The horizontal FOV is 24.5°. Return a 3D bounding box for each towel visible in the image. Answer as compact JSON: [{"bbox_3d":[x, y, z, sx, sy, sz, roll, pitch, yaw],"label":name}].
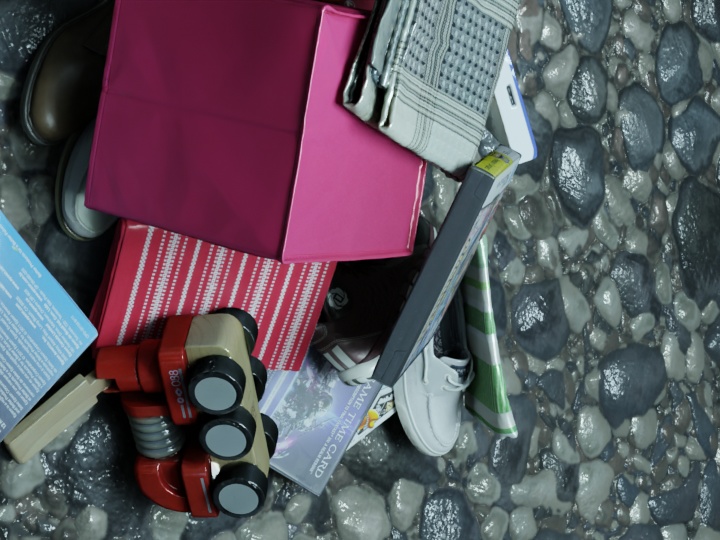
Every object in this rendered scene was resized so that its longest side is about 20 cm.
[{"bbox_3d":[0.117,0.056,1.626,0.023,0.153,0.200,-9,98,-8],"label":"towel"},{"bbox_3d":[-0.127,0.022,1.425,0.200,0.023,0.145,6,123,-23],"label":"towel"},{"bbox_3d":[0.067,-0.183,1.304,0.200,0.034,0.193,25,82,-58],"label":"towel"}]

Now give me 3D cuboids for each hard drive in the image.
[{"bbox_3d":[0.121,-0.194,1.619,0.025,0.200,0.132,-20,112,-2],"label":"hard drive"}]

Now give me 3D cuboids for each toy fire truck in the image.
[{"bbox_3d":[-0.184,0.135,1.414,0.129,0.200,0.176,-81,165,-55],"label":"toy fire truck"}]

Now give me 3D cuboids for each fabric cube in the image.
[{"bbox_3d":[-0.072,-0.124,1.329,0.196,0.199,0.200,-2,104,-57],"label":"fabric cube"}]

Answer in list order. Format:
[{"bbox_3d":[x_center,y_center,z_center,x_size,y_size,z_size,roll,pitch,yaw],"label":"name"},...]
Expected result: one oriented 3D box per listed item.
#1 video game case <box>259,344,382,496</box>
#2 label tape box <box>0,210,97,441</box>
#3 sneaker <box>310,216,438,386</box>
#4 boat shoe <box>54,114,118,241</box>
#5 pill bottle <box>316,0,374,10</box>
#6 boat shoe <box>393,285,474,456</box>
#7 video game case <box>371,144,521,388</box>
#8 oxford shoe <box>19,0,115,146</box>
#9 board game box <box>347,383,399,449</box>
[{"bbox_3d":[-0.076,0.104,1.533,0.200,0.019,0.143,36,80,-33],"label":"video game case"},{"bbox_3d":[-0.323,0.067,1.305,0.200,0.066,0.143,-49,124,-25],"label":"label tape box"},{"bbox_3d":[0.000,0.000,1.540,0.115,0.076,0.200,42,49,-23],"label":"sneaker"},{"bbox_3d":[-0.191,-0.115,1.407,0.075,0.068,0.200,39,68,-38],"label":"boat shoe"},{"bbox_3d":[0.034,-0.226,1.577,0.110,0.109,0.200,-49,127,-28],"label":"pill bottle"},{"bbox_3d":[0.079,0.088,1.630,0.072,0.068,0.200,-9,99,-43],"label":"boat shoe"},{"bbox_3d":[0.077,-0.008,1.439,0.200,0.025,0.181,-65,173,14],"label":"video game case"},{"bbox_3d":[-0.207,-0.183,1.377,0.200,0.084,0.073,-55,128,-23],"label":"oxford shoe"},{"bbox_3d":[0.008,0.083,1.635,0.200,0.035,0.126,-36,116,-35],"label":"board game box"}]
